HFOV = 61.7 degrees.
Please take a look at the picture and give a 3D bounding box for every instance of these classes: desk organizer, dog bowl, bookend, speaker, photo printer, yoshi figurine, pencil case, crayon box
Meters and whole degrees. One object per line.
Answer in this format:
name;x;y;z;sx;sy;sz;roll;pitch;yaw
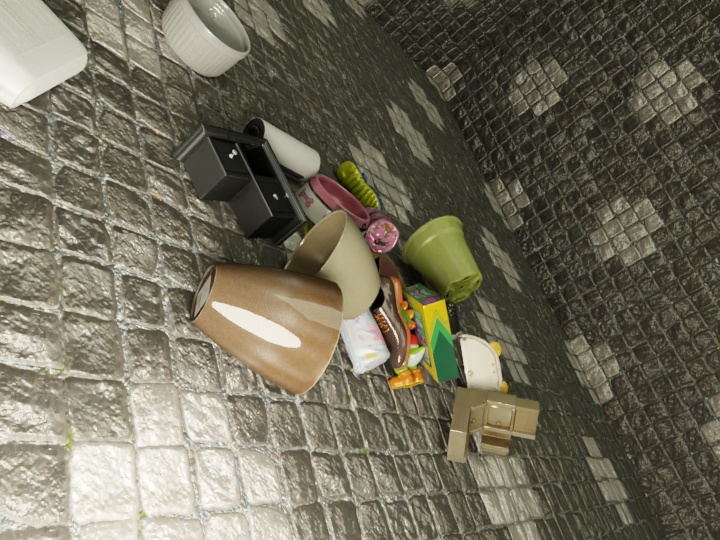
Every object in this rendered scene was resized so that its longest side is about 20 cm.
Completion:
desk organizer;0.000;0.000;1.365;0.198;0.071;0.079;30;50;-36
dog bowl;-0.060;-0.143;1.409;0.199;0.074;0.201;38;17;-13
bookend;-0.225;-0.158;1.153;0.199;0.091;0.202;-4;63;-62
speaker;-0.182;-0.278;1.395;0.198;0.080;0.083;21;41;-53
photo printer;-0.507;-0.329;0.862;0.167;0.069;0.202;47;27;-22
yoshi figurine;0.070;0.162;1.351;0.109;0.112;0.206;-7;75;-19
pencil case;0.037;-0.105;1.522;0.082;0.088;0.200;31;8;-17
pencil case;-0.012;0.108;1.240;0.090;0.082;0.204;3;58;-58
crayon box;0.154;0.136;1.373;0.200;0.057;0.178;-141;-141;-76

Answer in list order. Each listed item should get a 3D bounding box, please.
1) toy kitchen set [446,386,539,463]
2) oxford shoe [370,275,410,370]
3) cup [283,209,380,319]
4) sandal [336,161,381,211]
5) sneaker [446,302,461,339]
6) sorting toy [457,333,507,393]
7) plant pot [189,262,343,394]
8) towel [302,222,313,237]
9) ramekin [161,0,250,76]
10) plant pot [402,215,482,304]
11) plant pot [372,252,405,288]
toy kitchen set;0.305;0.403;1.400;0.181;0.194;0.168;-55;150;-64
oxford shoe;0.054;0.110;1.268;0.071;0.071;0.205;8;63;-42
cup;-0.044;0.011;1.145;0.143;0.199;0.202;40;28;-23
sandal;0.010;-0.213;1.687;0.087;0.078;0.204;12;51;-62
sneaker;0.225;0.142;1.634;0.199;0.069;0.102;-7;81;-70
sorting toy;0.321;0.260;1.631;0.180;0.104;0.206;39;41;-87
plant pot;-0.156;0.071;0.937;0.197;0.187;0.190;24;37;-26
towel;-0.058;-0.055;1.405;0.197;0.018;0.088;26;44;-37
ramekin;-0.354;-0.538;1.361;0.200;0.104;0.203;42;27;-27
plant pot;0.245;-0.015;1.705;0.199;0.200;0.187;20;35;-52
plant pot;0.053;0.022;1.536;0.200;0.027;0.203;43;28;-29
